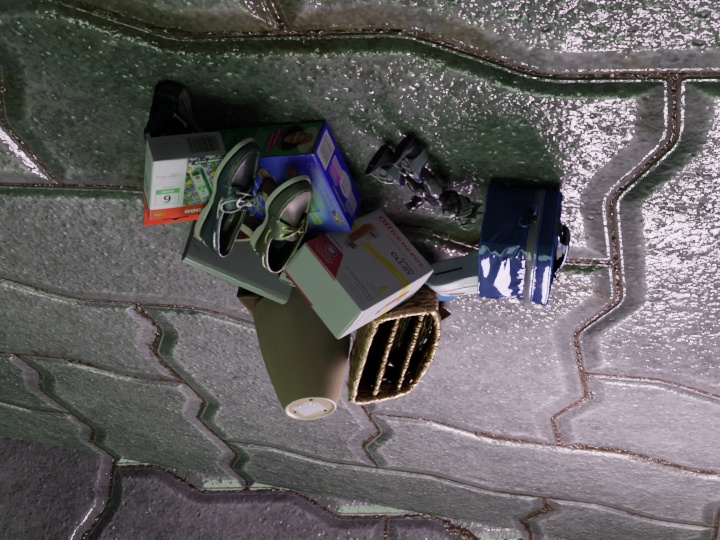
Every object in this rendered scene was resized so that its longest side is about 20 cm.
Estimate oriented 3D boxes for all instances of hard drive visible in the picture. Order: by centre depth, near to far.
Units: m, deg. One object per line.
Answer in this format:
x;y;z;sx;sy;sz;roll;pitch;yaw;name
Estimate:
-0.203;-0.038;1.795;0.200;0.132;0.026;25;153;-23;hard drive

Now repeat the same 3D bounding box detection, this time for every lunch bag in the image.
0.253;-0.042;1.576;0.132;0.136;0.200;7;152;10;lunch bag

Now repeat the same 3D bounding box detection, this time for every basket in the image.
0.065;0.132;1.781;0.142;0.149;0.200;13;120;-6;basket

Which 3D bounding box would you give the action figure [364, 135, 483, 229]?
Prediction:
0.104;-0.119;1.557;0.200;0.070;0.130;38;158;-32;action figure

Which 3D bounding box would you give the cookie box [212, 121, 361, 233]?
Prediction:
-0.122;-0.139;1.588;0.199;0.075;0.171;-1;139;24;cookie box

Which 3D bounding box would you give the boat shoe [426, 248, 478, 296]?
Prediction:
0.212;0.000;1.743;0.199;0.074;0.067;-8;153;22;boat shoe

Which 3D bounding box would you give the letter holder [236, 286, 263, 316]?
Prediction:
-0.131;0.053;1.987;0.142;0.101;0.200;1;152;18;letter holder

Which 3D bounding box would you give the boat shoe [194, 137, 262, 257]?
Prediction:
-0.186;-0.104;1.505;0.062;0.075;0.200;46;125;21;boat shoe

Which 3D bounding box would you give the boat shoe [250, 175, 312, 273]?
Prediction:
-0.110;-0.068;1.534;0.072;0.060;0.202;-14;156;-29;boat shoe

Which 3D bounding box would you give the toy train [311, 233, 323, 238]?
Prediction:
-0.132;-0.108;1.731;0.200;0.042;0.056;22;142;-19;toy train

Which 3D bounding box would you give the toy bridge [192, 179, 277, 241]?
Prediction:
-0.184;-0.078;1.606;0.067;0.027;0.200;38;139;-24;toy bridge

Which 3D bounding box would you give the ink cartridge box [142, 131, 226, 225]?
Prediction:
-0.267;-0.119;1.535;0.109;0.050;0.200;-8;146;-21;ink cartridge box

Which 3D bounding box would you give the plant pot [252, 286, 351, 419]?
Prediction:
-0.097;0.161;1.857;0.187;0.200;0.187;-5;148;-3;plant pot

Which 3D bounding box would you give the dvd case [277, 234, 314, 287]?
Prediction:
-0.074;-0.017;1.734;0.150;0.200;0.025;22;117;-20;dvd case

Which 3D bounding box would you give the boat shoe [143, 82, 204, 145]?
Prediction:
-0.284;-0.191;1.567;0.074;0.093;0.200;7;153;12;boat shoe

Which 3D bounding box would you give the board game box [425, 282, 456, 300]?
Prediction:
0.084;0.009;1.873;0.200;0.039;0.158;-3;155;41;board game box

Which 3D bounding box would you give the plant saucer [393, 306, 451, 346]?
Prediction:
0.078;0.113;1.968;0.200;0.200;0.035;-26;91;53;plant saucer

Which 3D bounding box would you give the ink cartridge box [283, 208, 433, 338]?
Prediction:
0.000;0.000;1.649;0.145;0.200;0.083;50;132;12;ink cartridge box
